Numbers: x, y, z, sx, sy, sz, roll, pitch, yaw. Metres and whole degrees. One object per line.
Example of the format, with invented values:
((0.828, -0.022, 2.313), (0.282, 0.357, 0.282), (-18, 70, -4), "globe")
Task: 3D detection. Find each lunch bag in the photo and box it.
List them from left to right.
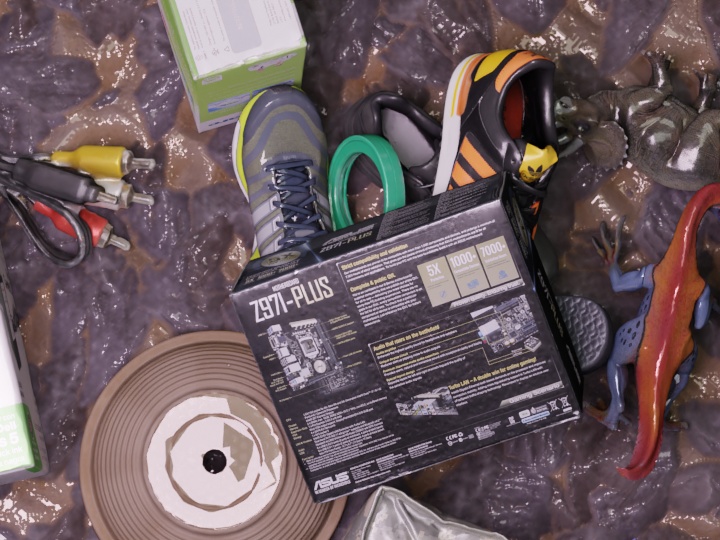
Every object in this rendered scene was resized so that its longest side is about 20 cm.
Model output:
((0.019, 0.261, 1.663), (0.117, 0.164, 0.200), (24, 83, 1), "lunch bag")

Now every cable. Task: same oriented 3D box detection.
((-0.254, -0.069, 1.763), (0.200, 0.050, 0.097), (21, 100, 12), "cable")

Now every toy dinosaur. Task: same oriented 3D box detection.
((0.236, -0.103, 1.774), (0.200, 0.077, 0.102), (20, 95, -5), "toy dinosaur")
((0.236, 0.033, 1.715), (0.105, 0.200, 0.182), (13, 115, -16), "toy dinosaur")

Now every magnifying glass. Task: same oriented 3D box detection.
((0.000, 0.000, 1.729), (0.022, 0.080, 0.200), (-3, 106, -34), "magnifying glass")

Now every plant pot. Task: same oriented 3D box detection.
((-0.105, 0.140, 1.709), (0.200, 0.093, 0.201), (0, 84, -2), "plant pot")

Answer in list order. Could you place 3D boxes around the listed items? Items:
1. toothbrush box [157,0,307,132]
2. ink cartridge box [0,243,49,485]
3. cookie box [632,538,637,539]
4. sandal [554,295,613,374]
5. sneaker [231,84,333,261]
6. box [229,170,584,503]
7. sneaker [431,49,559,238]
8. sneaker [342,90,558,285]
((-0.100, -0.194, 1.694), (0.086, 0.200, 0.146), (-17, 85, -4), "toothbrush box")
((-0.285, 0.054, 1.683), (0.084, 0.146, 0.200), (-13, 85, -4), "ink cartridge box")
((0.197, 0.311, 1.648), (0.200, 0.075, 0.171), (41, 115, -16), "cookie box")
((0.088, 0.043, 1.737), (0.200, 0.043, 0.076), (13, 85, 20), "sandal")
((-0.044, -0.035, 1.704), (0.074, 0.081, 0.200), (-12, 111, -17), "sneaker")
((0.034, 0.046, 1.630), (0.200, 0.086, 0.164), (-20, 103, 11), "box")
((0.100, -0.058, 1.666), (0.070, 0.090, 0.201), (5, 85, -31), "sneaker")
((0.066, -0.055, 1.741), (0.200, 0.091, 0.076), (41, 81, 1), "sneaker")
